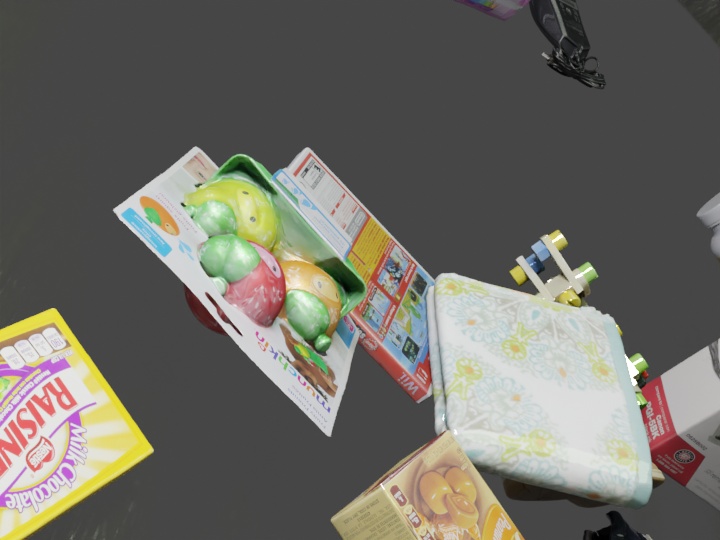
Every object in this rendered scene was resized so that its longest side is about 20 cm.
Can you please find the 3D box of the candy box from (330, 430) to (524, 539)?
[{"bbox_3d":[0.077,0.218,0.796,0.200,0.055,0.115,55,29,6],"label":"candy box"}]

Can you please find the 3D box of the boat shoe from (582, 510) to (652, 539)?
[{"bbox_3d":[0.211,0.274,0.922,0.093,0.075,0.200,39,23,-8],"label":"boat shoe"}]

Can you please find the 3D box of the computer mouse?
[{"bbox_3d":[0.293,-0.362,1.771,0.138,0.053,0.201,15,56,-46],"label":"computer mouse"}]

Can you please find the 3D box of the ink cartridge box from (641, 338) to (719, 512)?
[{"bbox_3d":[0.395,0.140,1.188,0.146,0.200,0.083,34,34,-27],"label":"ink cartridge box"}]

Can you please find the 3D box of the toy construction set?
[{"bbox_3d":[0.215,0.070,1.118,0.131,0.092,0.201,53,18,-65],"label":"toy construction set"}]

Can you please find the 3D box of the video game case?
[{"bbox_3d":[0.000,0.000,0.973,0.200,0.017,0.143,46,29,-10],"label":"video game case"}]

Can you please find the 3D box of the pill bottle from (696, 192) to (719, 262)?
[{"bbox_3d":[0.590,-0.028,1.746,0.200,0.112,0.112,51,29,-1],"label":"pill bottle"}]

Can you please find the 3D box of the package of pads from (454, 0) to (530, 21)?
[{"bbox_3d":[0.144,-0.414,1.583,0.200,0.076,0.121,1,58,-55],"label":"package of pads"}]

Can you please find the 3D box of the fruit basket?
[{"bbox_3d":[-0.065,0.001,0.776,0.185,0.094,0.200,47,10,-7],"label":"fruit basket"}]

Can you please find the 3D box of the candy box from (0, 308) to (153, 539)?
[{"bbox_3d":[-0.193,0.091,0.587,0.102,0.026,0.200,56,29,2],"label":"candy box"}]

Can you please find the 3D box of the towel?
[{"bbox_3d":[0.137,0.092,0.947,0.170,0.048,0.201,13,39,-12],"label":"towel"}]

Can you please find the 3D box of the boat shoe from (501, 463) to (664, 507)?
[{"bbox_3d":[0.189,0.157,1.006,0.199,0.074,0.070,16,50,-45],"label":"boat shoe"}]
